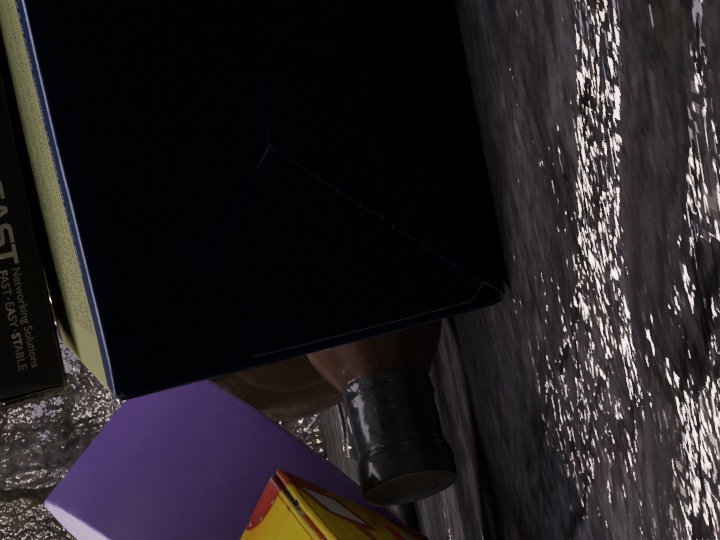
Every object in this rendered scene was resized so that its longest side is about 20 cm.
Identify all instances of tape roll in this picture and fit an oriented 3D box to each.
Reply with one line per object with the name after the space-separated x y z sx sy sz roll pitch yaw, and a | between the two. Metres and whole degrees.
-0.042 0.136 1.036 0.200 0.085 0.200 36 168 9 | tape roll

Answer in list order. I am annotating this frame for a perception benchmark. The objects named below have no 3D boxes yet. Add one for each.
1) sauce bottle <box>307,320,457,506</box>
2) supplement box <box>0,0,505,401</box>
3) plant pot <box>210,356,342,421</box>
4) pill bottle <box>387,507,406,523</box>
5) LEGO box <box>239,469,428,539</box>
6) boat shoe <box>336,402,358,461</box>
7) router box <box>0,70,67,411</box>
0.000 0.000 0.964 0.065 0.064 0.201 87 168 -69 | sauce bottle
-0.056 -0.075 0.801 0.200 0.134 0.201 -166 63 -77 | supplement box
-0.062 -0.017 1.110 0.174 0.199 0.201 44 150 52 | plant pot
-0.017 0.222 1.506 0.200 0.119 0.120 88 170 -72 | pill bottle
-0.013 0.176 0.836 0.149 0.077 0.200 -64 16 3 | LEGO box
-0.028 0.039 1.553 0.071 0.062 0.201 95 162 -71 | boat shoe
-0.167 -0.058 0.857 0.150 0.062 0.201 -139 37 -71 | router box
